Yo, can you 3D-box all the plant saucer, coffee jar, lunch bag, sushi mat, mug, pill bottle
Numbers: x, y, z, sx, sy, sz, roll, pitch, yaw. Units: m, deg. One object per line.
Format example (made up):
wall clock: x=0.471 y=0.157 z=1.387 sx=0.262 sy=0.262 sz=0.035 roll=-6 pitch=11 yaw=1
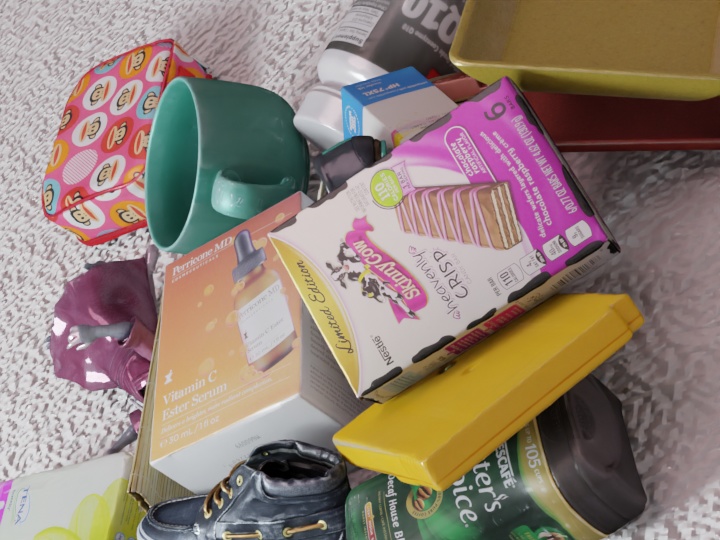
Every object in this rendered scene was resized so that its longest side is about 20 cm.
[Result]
plant saucer: x=0.194 y=-0.158 z=1.214 sx=0.199 sy=0.037 sz=0.201 roll=-1 pitch=53 yaw=8
plant saucer: x=0.179 y=-0.186 z=1.171 sx=0.199 sy=0.049 sz=0.200 roll=5 pitch=47 yaw=15
coffee jar: x=0.089 y=0.151 z=1.089 sx=0.200 sy=0.085 sz=0.105 roll=-32 pitch=41 yaw=22
lunch bag: x=-0.222 y=-0.133 z=1.640 sx=0.176 sy=0.082 sz=0.201 roll=-18 pitch=48 yaw=34
sushi mat: x=-0.146 y=0.117 z=1.347 sx=0.012 sy=0.096 sz=0.201 roll=-13 pitch=50 yaw=23
mug: x=-0.108 y=-0.075 z=1.431 sx=0.152 sy=0.114 sz=0.186 roll=119 pitch=146 yaw=-42
pill bottle: x=0.036 y=-0.184 z=1.394 sx=0.114 sy=0.114 sz=0.200 roll=19 pitch=74 yaw=51

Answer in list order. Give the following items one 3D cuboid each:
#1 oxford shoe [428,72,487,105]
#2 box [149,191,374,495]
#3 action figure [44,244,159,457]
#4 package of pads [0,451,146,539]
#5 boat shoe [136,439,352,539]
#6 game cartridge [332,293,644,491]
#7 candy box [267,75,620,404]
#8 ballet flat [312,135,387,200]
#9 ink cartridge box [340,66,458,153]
oxford shoe: x=0.139 y=-0.124 z=1.295 sx=0.199 sy=0.074 sz=0.071 roll=-2 pitch=14 yaw=33
box: x=-0.071 y=0.067 z=1.303 sx=0.152 sy=0.106 sz=0.201 roll=-28 pitch=43 yaw=27
action figure: x=-0.192 y=0.084 z=1.448 sx=0.149 sy=0.134 sz=0.200 roll=-21 pitch=39 yaw=-33
package of pads: x=-0.249 y=0.239 z=1.374 sx=0.199 sy=0.068 sz=0.155 roll=-16 pitch=50 yaw=36
boat shoe: x=-0.085 y=0.168 z=1.212 sx=0.199 sy=0.091 sz=0.071 roll=-1 pitch=28 yaw=28
game cartridge: x=0.081 y=0.077 z=1.097 sx=0.176 sy=0.032 sz=0.200 roll=-37 pitch=10 yaw=-14
candy box: x=0.055 y=-0.019 z=1.124 sx=0.200 sy=0.061 sz=0.137 roll=-34 pitch=73 yaw=11
ballet flat: x=0.000 y=0.000 z=1.234 sx=0.073 sy=0.201 sz=0.073 roll=-9 pitch=12 yaw=2
ink cartridge box: x=0.059 y=-0.057 z=1.249 sx=0.067 sy=0.117 sz=0.200 roll=-17 pitch=37 yaw=-20
